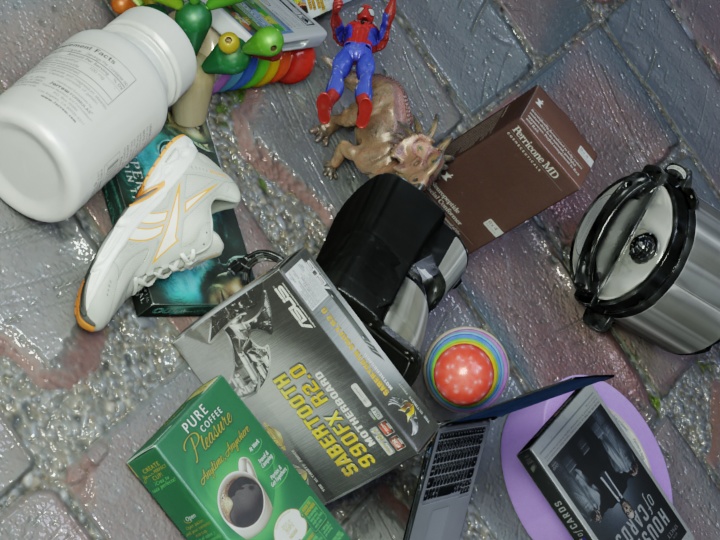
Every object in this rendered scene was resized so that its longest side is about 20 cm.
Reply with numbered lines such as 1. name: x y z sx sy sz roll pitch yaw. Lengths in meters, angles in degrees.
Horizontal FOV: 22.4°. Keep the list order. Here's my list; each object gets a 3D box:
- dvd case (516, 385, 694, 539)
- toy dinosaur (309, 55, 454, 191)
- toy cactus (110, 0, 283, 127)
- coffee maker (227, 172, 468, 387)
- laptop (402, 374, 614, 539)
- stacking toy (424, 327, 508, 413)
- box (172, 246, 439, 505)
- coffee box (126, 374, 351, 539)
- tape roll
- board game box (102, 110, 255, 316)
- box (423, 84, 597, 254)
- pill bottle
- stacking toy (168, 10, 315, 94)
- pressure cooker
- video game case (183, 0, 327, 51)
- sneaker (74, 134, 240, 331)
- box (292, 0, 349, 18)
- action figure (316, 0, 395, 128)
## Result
1. dvd case: 0.249 0.230 1.829 0.201 0.025 0.150 55 39 -3
2. toy dinosaur: 0.028 -0.143 1.853 0.085 0.135 0.202 5 61 -45
3. toy cactus: -0.152 -0.214 1.656 0.198 0.166 0.102 18 37 16
4. coffee maker: 0.000 0.000 1.708 0.193 0.134 0.201 58 32 -22
5. laptop: 0.135 0.176 1.648 0.187 0.115 0.202 9 97 -71
6. stacking toy: 0.101 0.094 1.723 0.086 0.085 0.200 61 1 4
7. box: -0.049 0.099 1.589 0.201 0.158 0.048 54 39 -6
8. coffee box: -0.099 0.201 1.558 0.201 0.044 0.123 52 38 -9
9. tape roll: 0.237 0.214 1.897 0.199 0.065 0.202 26 48 -33
10. board game box: -0.171 -0.055 1.665 0.135 0.028 0.202 0 65 -46
11. box: 0.136 -0.094 1.883 0.100 0.199 0.075 47 39 -13
12. pill bottle: -0.231 -0.141 1.566 0.115 0.114 0.200 50 48 -10
13. stacking toy: -0.116 -0.212 1.800 0.199 0.085 0.086 -7 70 -57
14. pressure cooker: 0.337 -0.016 2.067 0.199 0.178 0.177 27 51 -34
15. video game case: -0.140 -0.283 1.774 0.200 0.022 0.182 43 21 9
16. sneaker: -0.169 -0.021 1.565 0.092 0.076 0.201 33 64 -5
17. box: -0.056 -0.368 1.874 0.136 0.040 0.202 -27 115 -24
18. action figure: -0.002 -0.235 1.827 0.065 0.100 0.201 8 34 1
